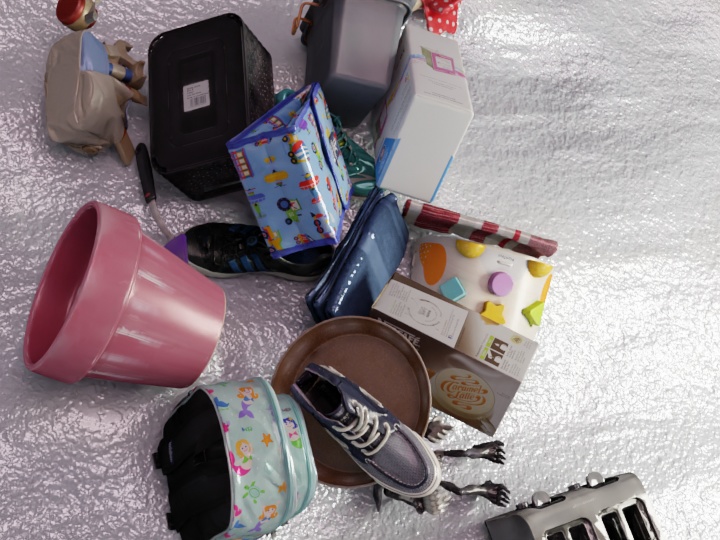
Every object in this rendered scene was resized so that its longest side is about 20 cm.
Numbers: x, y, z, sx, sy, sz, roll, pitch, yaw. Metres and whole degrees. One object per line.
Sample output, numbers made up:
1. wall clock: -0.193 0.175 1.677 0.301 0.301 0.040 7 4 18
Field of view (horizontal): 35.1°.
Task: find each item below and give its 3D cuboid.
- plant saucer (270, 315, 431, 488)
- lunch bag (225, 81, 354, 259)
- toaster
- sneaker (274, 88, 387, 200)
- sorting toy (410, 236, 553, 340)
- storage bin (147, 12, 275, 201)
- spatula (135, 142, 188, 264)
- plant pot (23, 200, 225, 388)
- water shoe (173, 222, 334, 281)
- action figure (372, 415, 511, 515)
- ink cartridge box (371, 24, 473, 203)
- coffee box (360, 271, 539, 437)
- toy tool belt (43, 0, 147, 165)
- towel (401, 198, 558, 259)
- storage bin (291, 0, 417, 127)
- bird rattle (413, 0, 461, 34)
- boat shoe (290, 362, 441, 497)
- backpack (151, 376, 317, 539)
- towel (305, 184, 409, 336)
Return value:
1. plant saucer: -0.010 0.155 1.344 0.199 0.034 0.202 -3 80 15
2. lunch bag: -0.066 -0.131 1.389 0.200 0.093 0.151 -61 135 -59
3. toaster: 0.270 0.358 1.375 0.180 0.119 0.201 -13 73 -23
4. sneaker: -0.043 -0.165 1.509 0.199 0.080 0.078 35 60 -4
5. sorting toy: 0.161 0.064 1.491 0.198 0.107 0.182 14 83 -14
6. storage bin: -0.186 -0.205 1.431 0.134 0.094 0.202 -12 67 16
7. spatula: -0.251 -0.072 1.409 0.020 0.056 0.201 5 60 -52
8. plant pot: -0.259 0.046 1.287 0.178 0.200 0.201 24 60 -26
9. water shoe: -0.131 -0.034 1.420 0.198 0.079 0.072 4 66 -18
10. action figure: 0.084 0.234 1.372 0.198 0.102 0.120 7 77 -19
11. ink cartridge box: 0.076 -0.209 1.492 0.084 0.145 0.201 16 35 -12
12. coffee box: 0.102 0.103 1.393 0.199 0.115 0.080 27 43 7
13. toy tool belt: -0.329 -0.241 1.433 0.123 0.124 0.202 24 57 -53
14. towel: 0.150 -0.051 1.480 0.198 0.144 0.023 16 87 1
15. storage bin: -0.022 -0.285 1.511 0.144 0.200 0.135 11 74 -14
16. bird rattle: 0.067 -0.435 1.679 0.162 0.113 0.202 -13 85 -12
17. boat shoe: 0.001 0.180 1.269 0.200 0.093 0.075 37 89 17
18. backpack: -0.134 0.209 1.245 0.149 0.200 0.179 -7 69 -22
19. towel: 0.000 0.000 1.444 0.048 0.112 0.201 9 54 27
